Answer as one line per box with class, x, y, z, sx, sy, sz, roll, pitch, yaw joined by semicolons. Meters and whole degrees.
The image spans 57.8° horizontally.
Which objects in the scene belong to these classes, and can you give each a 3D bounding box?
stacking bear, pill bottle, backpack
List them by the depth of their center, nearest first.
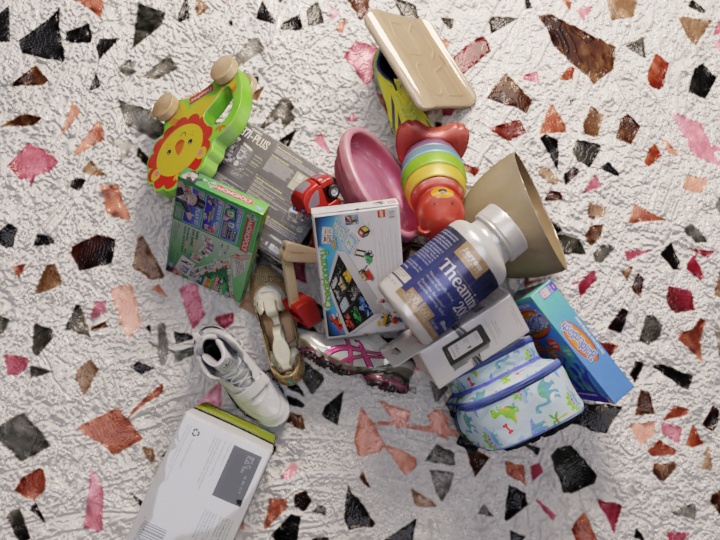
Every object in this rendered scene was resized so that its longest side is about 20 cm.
pill bottle;0.132;0.002;0.914;0.200;0.111;0.111;-40;87;-1
backpack;0.223;0.187;0.988;0.182;0.200;0.148;-25;85;-7
stacking bear;0.118;-0.130;1.022;0.120;0.114;0.201;3;46;-5

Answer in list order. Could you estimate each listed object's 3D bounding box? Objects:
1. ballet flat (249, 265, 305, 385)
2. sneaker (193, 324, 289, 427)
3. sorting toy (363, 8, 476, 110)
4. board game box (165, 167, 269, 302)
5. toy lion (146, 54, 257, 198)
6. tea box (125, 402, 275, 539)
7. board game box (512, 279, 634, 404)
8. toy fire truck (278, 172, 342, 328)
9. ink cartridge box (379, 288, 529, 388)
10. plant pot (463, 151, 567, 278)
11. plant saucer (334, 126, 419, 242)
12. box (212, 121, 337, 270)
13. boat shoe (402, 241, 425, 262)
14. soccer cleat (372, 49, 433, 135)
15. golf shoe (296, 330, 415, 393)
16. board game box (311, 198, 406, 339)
ballet flat;-0.131;0.084;1.041;0.070;0.065;0.202;-19;83;-4
sneaker;-0.187;0.164;1.000;0.075;0.115;0.200;-42;87;-9
sorting toy;0.100;-0.344;1.088;0.036;0.200;0.186;-34;85;36
board game box;-0.223;-0.048;0.997;0.134;0.201;0.029;23;44;-1
toy lion;-0.251;-0.210;1.014;0.199;0.069;0.193;-24;56;22
tea box;-0.221;0.312;0.935;0.133;0.197;0.201;25;80;-2
board game box;0.320;0.114;1.032;0.045;0.152;0.201;-37;86;-8
toy fire truck;-0.074;-0.031;0.994;0.141;0.049;0.201;-33;118;-23
ink cartridge box;0.136;0.105;0.980;0.199;0.116;0.068;-31;101;-5
plant pot;0.228;-0.068;1.046;0.134;0.200;0.202;-25;84;21
plant saucer;0.024;-0.130;1.039;0.051;0.200;0.202;-30;85;26
box;-0.157;-0.120;1.057;0.199;0.086;0.165;32;81;0
boat shoe;0.067;-0.019;1.071;0.198;0.068;0.073;4;82;-4
soccer cleat;0.074;-0.287;1.101;0.064;0.084;0.202;-24;85;-8
golf shoe;-0.006;0.128;1.043;0.199;0.073;0.093;22;74;-16
board game box;0.000;0.000;0.962;0.125;0.035;0.202;-6;113;-3
